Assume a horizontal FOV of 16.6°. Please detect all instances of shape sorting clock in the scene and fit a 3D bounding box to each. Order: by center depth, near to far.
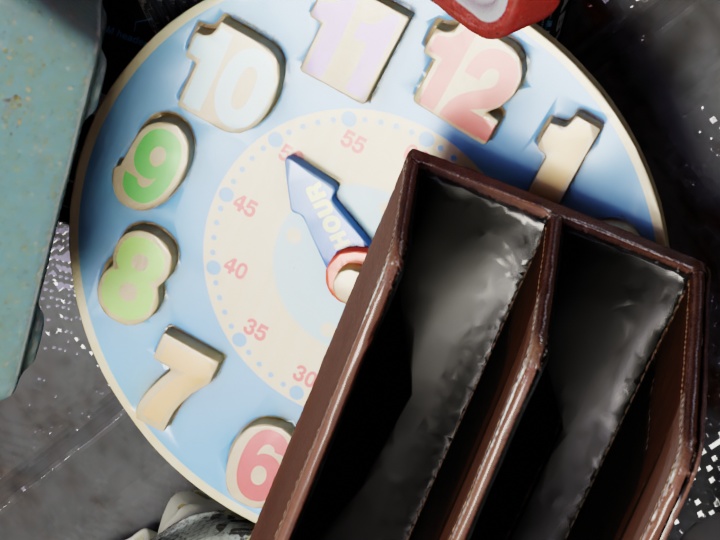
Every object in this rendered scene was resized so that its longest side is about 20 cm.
[{"bbox_3d":[0.000,0.000,0.795,0.199,0.039,0.201,3,105,12],"label":"shape sorting clock"}]

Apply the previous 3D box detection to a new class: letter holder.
[{"bbox_3d":[0.019,0.092,0.732,0.100,0.142,0.201,21,115,-3],"label":"letter holder"}]

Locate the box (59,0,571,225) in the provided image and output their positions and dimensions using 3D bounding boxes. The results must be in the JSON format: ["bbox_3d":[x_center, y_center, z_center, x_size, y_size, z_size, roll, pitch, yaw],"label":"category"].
[{"bbox_3d":[-0.037,-0.076,0.839,0.199,0.046,0.160,20,117,13],"label":"box"}]

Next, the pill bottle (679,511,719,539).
[{"bbox_3d":[0.138,0.184,0.813,0.112,0.113,0.201,11,113,25],"label":"pill bottle"}]

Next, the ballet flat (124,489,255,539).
[{"bbox_3d":[-0.073,0.120,0.928,0.200,0.072,0.072,-35,90,41],"label":"ballet flat"}]

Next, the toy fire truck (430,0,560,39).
[{"bbox_3d":[0.019,-0.188,0.708,0.168,0.112,0.200,40,133,27],"label":"toy fire truck"}]

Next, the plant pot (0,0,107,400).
[{"bbox_3d":[-0.185,-0.052,0.765,0.199,0.196,0.197,13,104,-9],"label":"plant pot"}]
